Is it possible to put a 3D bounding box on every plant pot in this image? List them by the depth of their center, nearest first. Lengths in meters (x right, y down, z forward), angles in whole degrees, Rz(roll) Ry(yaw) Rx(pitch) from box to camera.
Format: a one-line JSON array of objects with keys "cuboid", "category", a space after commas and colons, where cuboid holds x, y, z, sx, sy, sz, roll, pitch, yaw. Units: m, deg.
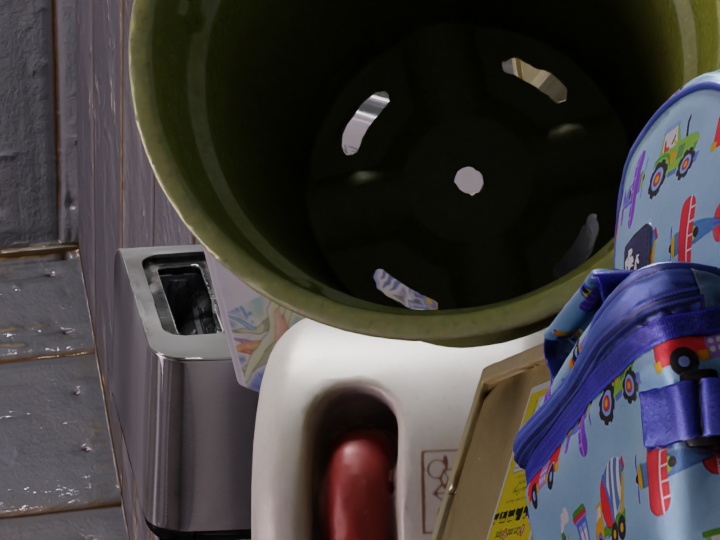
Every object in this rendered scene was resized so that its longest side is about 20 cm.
[{"cuboid": [0.032, -0.055, 0.920, 0.184, 0.199, 0.202, 66, -165, -75], "category": "plant pot"}]

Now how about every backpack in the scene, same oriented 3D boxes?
[{"cuboid": [0.116, 0.031, 0.688, 0.183, 0.134, 0.201, 123, 143, -72], "category": "backpack"}]

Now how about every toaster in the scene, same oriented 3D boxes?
[{"cuboid": [-0.040, 0.063, 1.395, 0.200, 0.180, 0.119, -115, 24, -63], "category": "toaster"}]

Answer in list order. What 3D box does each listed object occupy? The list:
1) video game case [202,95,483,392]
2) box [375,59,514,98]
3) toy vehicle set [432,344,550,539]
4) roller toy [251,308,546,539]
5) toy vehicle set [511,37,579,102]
[{"cuboid": [0.000, 0.000, 1.174, 0.182, 0.022, 0.201, 18, 138, 32], "category": "video game case"}, {"cuboid": [0.017, -0.064, 1.239, 0.201, 0.101, 0.113, 97, 163, -49], "category": "box"}, {"cuboid": [0.062, 0.084, 0.871, 0.200, 0.026, 0.125, 148, 141, -75], "category": "toy vehicle set"}, {"cuboid": [0.036, 0.109, 1.069, 0.200, 0.139, 0.183, -76, -19, -59], "category": "roller toy"}, {"cuboid": [0.088, -0.150, 1.022, 0.200, 0.026, 0.125, 128, 135, -75], "category": "toy vehicle set"}]
